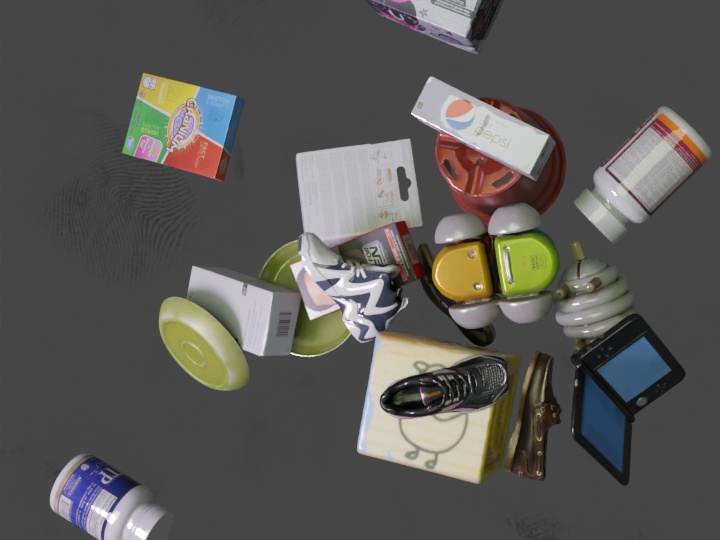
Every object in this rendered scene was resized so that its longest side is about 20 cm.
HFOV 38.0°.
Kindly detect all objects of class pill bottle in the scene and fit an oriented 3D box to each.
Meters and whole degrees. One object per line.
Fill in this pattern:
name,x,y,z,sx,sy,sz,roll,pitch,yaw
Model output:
pill bottle,0.428,-0.143,1.597,0.200,0.109,0.110,-46,75,11
pill bottle,-0.436,0.419,1.847,0.199,0.120,0.121,26,95,17

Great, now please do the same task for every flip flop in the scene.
flip flop,0.159,0.036,1.700,0.057,0.081,0.200,-32,65,-21

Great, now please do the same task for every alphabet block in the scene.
alphabet block,0.127,0.207,1.632,0.198,0.196,0.198,10,91,18

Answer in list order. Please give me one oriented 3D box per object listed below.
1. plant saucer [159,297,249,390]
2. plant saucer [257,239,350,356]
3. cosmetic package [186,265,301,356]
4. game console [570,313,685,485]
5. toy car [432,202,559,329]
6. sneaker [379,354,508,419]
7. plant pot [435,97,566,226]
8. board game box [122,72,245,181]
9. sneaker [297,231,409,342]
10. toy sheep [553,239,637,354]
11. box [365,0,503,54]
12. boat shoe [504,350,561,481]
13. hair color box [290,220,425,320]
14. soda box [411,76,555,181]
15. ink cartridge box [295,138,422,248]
plant saucer,-0.275,0.134,1.783,0.199,0.201,0.031,33,56,18
plant saucer,-0.086,0.046,1.798,0.198,0.031,0.203,-1,87,18
cosmetic package,-0.204,0.067,1.780,0.198,0.081,0.114,14,96,35
game console,0.395,0.191,1.527,0.175,0.200,0.117,-38,43,12
toy car,0.216,-0.011,1.607,0.198,0.150,0.177,-8,95,27
sneaker,0.118,0.176,1.490,0.198,0.086,0.081,-21,82,15
plant pot,0.208,-0.176,1.627,0.198,0.195,0.203,-1,86,19
board game box,-0.320,-0.260,1.889,0.198,0.040,0.155,16,92,19
sneaker,0.000,0.000,1.640,0.129,0.079,0.200,-35,85,17
toy sheep,0.356,0.051,1.595,0.136,0.138,0.202,-12,98,17
box,0.122,-0.459,1.714,0.199,0.115,0.133,26,95,18
boat shoe,0.283,0.230,1.645,0.070,0.070,0.202,14,100,25
hair color box,-0.005,0.000,1.715,0.198,0.061,0.102,-22,88,20
soda box,0.176,-0.204,1.500,0.199,0.068,0.064,29,96,18
ink cartridge box,-0.004,-0.129,1.772,0.198,0.057,0.164,-7,75,-3
